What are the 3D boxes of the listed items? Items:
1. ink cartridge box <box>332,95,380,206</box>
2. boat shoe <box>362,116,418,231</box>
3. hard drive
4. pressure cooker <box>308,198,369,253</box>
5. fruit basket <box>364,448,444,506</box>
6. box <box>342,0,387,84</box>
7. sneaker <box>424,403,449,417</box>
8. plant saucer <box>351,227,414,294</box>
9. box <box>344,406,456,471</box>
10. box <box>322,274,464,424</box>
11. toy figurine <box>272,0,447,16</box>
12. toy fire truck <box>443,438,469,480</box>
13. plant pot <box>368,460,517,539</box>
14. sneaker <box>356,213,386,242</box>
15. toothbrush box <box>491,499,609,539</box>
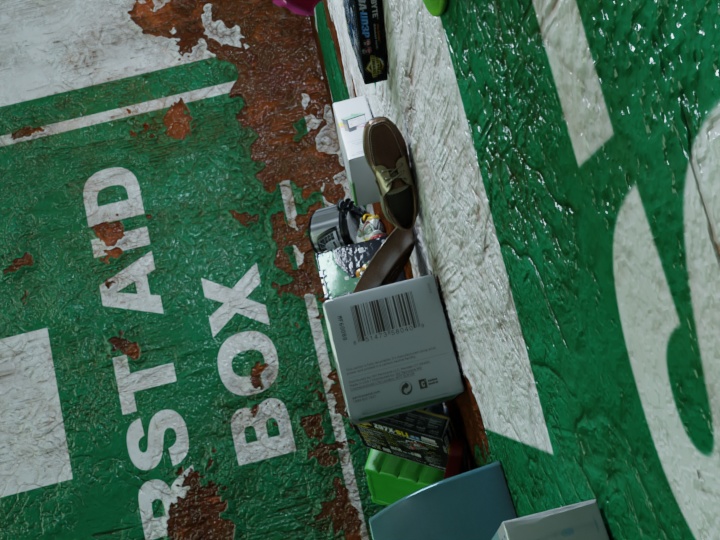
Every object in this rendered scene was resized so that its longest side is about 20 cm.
[{"bbox_3d":[0.000,-0.272,1.654,0.146,0.082,0.203,80,177,-51],"label":"ink cartridge box"},{"bbox_3d":[0.057,-0.155,1.193,0.072,0.074,0.203,-114,2,-58],"label":"boat shoe"},{"bbox_3d":[0.000,0.000,1.743,0.038,0.196,0.142,81,174,-57],"label":"hard drive"},{"bbox_3d":[-0.051,-0.135,2.359,0.175,0.197,0.183,13,-110,-57],"label":"pressure cooker"},{"bbox_3d":[0.129,0.404,1.509,0.216,0.211,0.158,-109,6,-65],"label":"fruit basket"},{"bbox_3d":[0.001,-0.439,1.206,0.202,0.045,0.161,80,176,-50],"label":"box"},{"bbox_3d":[0.146,0.283,1.494,0.200,0.070,0.074,-117,37,-85],"label":"sneaker"},{"bbox_3d":[0.047,0.000,1.354,0.036,0.202,0.201,34,168,10],"label":"plant saucer"},{"bbox_3d":[0.082,0.305,1.368,0.050,0.196,0.161,-63,-29,-31],"label":"box"},{"bbox_3d":[0.053,0.140,1.243,0.172,0.195,0.204,85,171,-77],"label":"box"},{"bbox_3d":[-0.020,-0.324,0.698,0.201,0.180,0.153,83,173,-62],"label":"toy figurine"},{"bbox_3d":[0.173,0.420,1.264,0.168,0.110,0.204,-54,-43,-61],"label":"toy fire truck"},{"bbox_3d":[0.116,0.378,1.022,0.142,0.196,0.144,81,174,-63],"label":"plant pot"},{"bbox_3d":[0.032,-0.115,2.007,0.200,0.076,0.084,-176,76,-78],"label":"sneaker"},{"bbox_3d":[0.173,0.301,0.639,0.201,0.083,0.149,80,177,-61],"label":"toothbrush box"}]
